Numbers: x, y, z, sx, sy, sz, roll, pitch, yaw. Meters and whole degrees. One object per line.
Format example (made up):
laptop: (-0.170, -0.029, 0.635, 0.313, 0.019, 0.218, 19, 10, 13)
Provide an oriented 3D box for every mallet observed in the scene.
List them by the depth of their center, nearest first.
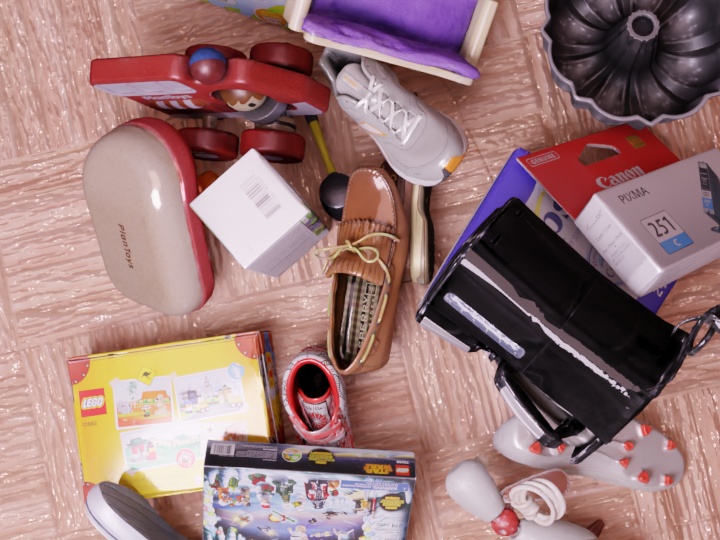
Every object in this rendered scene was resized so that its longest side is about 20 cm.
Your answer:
mallet: (-0.045, -0.144, 1.088, 0.041, 0.066, 0.201, -20, 71, 1)

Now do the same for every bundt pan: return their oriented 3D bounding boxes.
bundt pan: (0.276, -0.232, 1.041, 0.201, 0.076, 0.203, 0, 79, 1)

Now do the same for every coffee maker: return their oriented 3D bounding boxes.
coffee maker: (0.173, 0.034, 0.891, 0.200, 0.135, 0.192, 40, 112, 5)

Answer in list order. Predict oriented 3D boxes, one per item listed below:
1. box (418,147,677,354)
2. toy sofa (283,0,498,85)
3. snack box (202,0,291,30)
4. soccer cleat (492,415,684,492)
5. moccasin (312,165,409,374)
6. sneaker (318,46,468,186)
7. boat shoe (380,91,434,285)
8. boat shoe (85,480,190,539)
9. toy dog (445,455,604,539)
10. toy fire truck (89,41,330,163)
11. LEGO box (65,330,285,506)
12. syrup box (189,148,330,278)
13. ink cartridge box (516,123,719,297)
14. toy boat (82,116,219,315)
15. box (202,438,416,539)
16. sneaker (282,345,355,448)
box: (0.187, 0.012, 1.025, 0.200, 0.105, 0.184, 32, 89, 5)
toy sofa: (0.032, -0.252, 1.010, 0.199, 0.098, 0.083, 11, 112, -20)
snack box: (-0.141, -0.331, 1.016, 0.168, 0.200, 0.068, 19, 79, 6)
soccer cleat: (0.229, 0.177, 1.036, 0.199, 0.078, 0.070, 14, 73, -15)
moccasin: (-0.001, 0.000, 1.000, 0.073, 0.078, 0.202, 13, 97, 26)
sneaker: (0.020, -0.154, 0.992, 0.076, 0.092, 0.200, -51, 49, 8)
boat shoe: (0.038, -0.085, 1.056, 0.067, 0.072, 0.201, -2, 82, 11)
boat shoe: (-0.207, 0.282, 1.006, 0.067, 0.074, 0.200, -39, 123, 3)
toy dog: (0.180, 0.242, 1.013, 0.132, 0.096, 0.200, -13, 120, 39)
toy fire truck: (-0.141, -0.175, 1.011, 0.199, 0.168, 0.113, 4, 87, 29)
LEGO box: (-0.184, 0.148, 1.053, 0.199, 0.077, 0.150, -8, 86, 3)
syrup box: (-0.091, -0.049, 0.998, 0.081, 0.200, 0.079, -41, 85, 2)
ink cartridge box: (0.272, -0.079, 0.975, 0.199, 0.045, 0.176, -20, 63, -37)
toy boat: (-0.190, -0.063, 1.042, 0.130, 0.131, 0.201, 19, 131, 32)
box: (-0.052, 0.232, 1.000, 0.199, 0.040, 0.137, 4, 124, -3)
sneaker: (-0.038, 0.176, 1.027, 0.067, 0.108, 0.202, -8, 86, 3)
